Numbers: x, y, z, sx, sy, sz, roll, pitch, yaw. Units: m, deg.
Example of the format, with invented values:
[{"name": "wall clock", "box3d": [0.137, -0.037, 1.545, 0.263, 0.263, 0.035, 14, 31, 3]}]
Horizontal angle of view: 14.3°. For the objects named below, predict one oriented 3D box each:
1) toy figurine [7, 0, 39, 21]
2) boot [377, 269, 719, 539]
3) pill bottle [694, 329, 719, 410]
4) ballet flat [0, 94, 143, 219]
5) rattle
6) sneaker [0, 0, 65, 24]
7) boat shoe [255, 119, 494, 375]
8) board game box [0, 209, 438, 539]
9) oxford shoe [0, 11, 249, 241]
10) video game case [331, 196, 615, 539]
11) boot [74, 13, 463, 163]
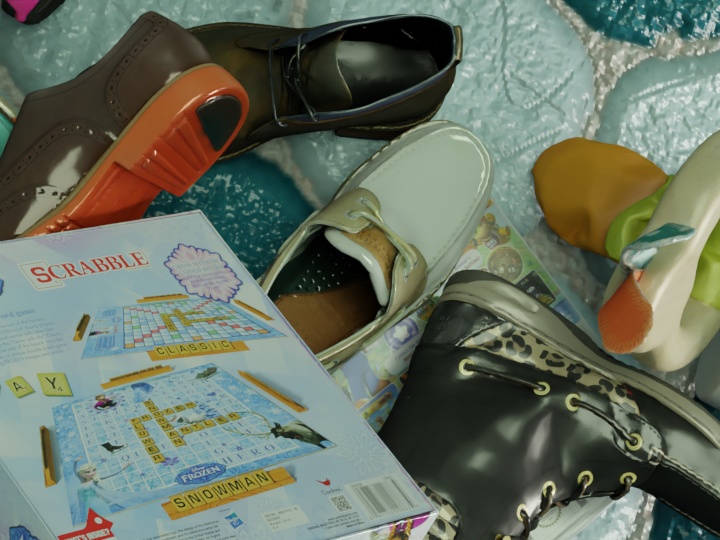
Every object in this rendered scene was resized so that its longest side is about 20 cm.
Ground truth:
[{"name": "toy figurine", "box3d": [-0.230, -0.141, 1.341, 0.184, 0.200, 0.151, -32, 124, -19]}, {"name": "boot", "box3d": [0.091, 0.110, 1.398, 0.200, 0.073, 0.151, 36, 65, -1]}, {"name": "pill bottle", "box3d": [0.277, 0.072, 1.461, 0.199, 0.112, 0.113, 27, 73, -7]}, {"name": "ballet flat", "box3d": [-0.147, -0.024, 1.397, 0.067, 0.062, 0.200, -39, 96, -1]}, {"name": "rattle", "box3d": [0.117, -0.024, 1.376, 0.143, 0.131, 0.200, 42, 33, 15]}, {"name": "sneaker", "box3d": [-0.170, -0.223, 1.437, 0.115, 0.076, 0.201, 21, 66, 0]}, {"name": "boat shoe", "box3d": [0.000, 0.000, 1.408, 0.075, 0.068, 0.200, 42, 71, -2]}, {"name": "board game box", "box3d": [-0.097, 0.065, 1.254, 0.199, 0.041, 0.200, -9, 50, -44]}, {"name": "oxford shoe", "box3d": [-0.144, -0.037, 1.343, 0.200, 0.071, 0.073, -42, 65, 1]}, {"name": "video game case", "box3d": [0.050, 0.053, 1.455, 0.143, 0.018, 0.200, -37, 90, -18]}, {"name": "boot", "box3d": [-0.044, -0.100, 1.421, 0.199, 0.097, 0.075, -7, 80, -16]}]
